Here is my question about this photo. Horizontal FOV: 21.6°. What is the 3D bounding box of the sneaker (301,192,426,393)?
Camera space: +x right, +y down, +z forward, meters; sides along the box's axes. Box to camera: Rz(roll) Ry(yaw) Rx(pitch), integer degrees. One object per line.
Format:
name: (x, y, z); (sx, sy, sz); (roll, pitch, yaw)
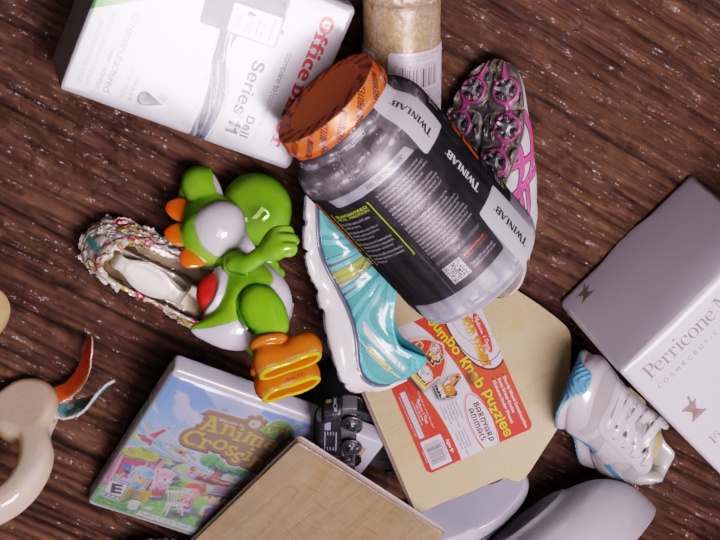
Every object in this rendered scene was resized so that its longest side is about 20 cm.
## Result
sneaker: (0.000, 0.000, 1.565); (0.079, 0.078, 0.202); (-16, 99, 8)

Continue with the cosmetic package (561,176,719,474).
cosmetic package: (0.315, 0.061, 1.647); (0.167, 0.166, 0.200); (-45, 113, 6)

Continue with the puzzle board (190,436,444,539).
puzzle board: (-0.042, 0.228, 1.622); (0.150, 0.017, 0.200); (33, 133, -13)

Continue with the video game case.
video game case: (-0.108, 0.169, 1.626); (0.199, 0.022, 0.182); (21, 127, -20)

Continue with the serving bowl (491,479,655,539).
serving bowl: (0.165, 0.247, 1.680); (0.200, 0.200, 0.066); (-37, 88, 2)

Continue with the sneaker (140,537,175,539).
sneaker: (-0.139, 0.320, 1.664); (0.070, 0.090, 0.200); (-22, 123, 36)

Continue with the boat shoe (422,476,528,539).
boat shoe: (0.072, 0.247, 1.720); (0.200, 0.071, 0.070); (-38, 143, -4)

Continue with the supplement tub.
supplement tub: (0.035, -0.065, 1.473); (0.122, 0.123, 0.200); (-41, 114, 4)

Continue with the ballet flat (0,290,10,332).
ballet flat: (-0.377, 0.072, 1.535); (0.199, 0.063, 0.069); (-22, 115, -5)

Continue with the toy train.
toy train: (-0.022, 0.181, 1.606); (0.045, 0.034, 0.201); (1, 131, 0)

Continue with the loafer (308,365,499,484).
loafer: (0.039, 0.149, 1.673); (0.199, 0.073, 0.073); (23, 123, -15)

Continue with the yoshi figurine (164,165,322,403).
yoshi figurine: (-0.078, -0.004, 1.529); (0.112, 0.201, 0.112); (-36, 157, 26)

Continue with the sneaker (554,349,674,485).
sneaker: (0.223, 0.129, 1.647); (0.077, 0.080, 0.200); (-65, 153, -13)

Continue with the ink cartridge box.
ink cartridge box: (-0.123, -0.185, 1.488); (0.199, 0.083, 0.148); (18, 106, -20)

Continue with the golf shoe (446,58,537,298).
golf shoe: (0.113, -0.078, 1.604); (0.072, 0.092, 0.202); (6, 96, 24)

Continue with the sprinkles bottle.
sprinkles bottle: (0.034, -0.140, 1.543); (0.068, 0.068, 0.202); (-6, 118, -11)

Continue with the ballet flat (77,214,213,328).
ballet flat: (-0.143, 0.018, 1.572); (0.199, 0.064, 0.076); (21, 104, -21)

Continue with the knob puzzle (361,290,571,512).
knob puzzle: (0.095, 0.092, 1.642); (0.218, 0.030, 0.222); (4, 74, -15)

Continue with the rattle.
rattle: (-0.280, 0.164, 1.594); (0.200, 0.130, 0.144); (-42, 129, -25)
